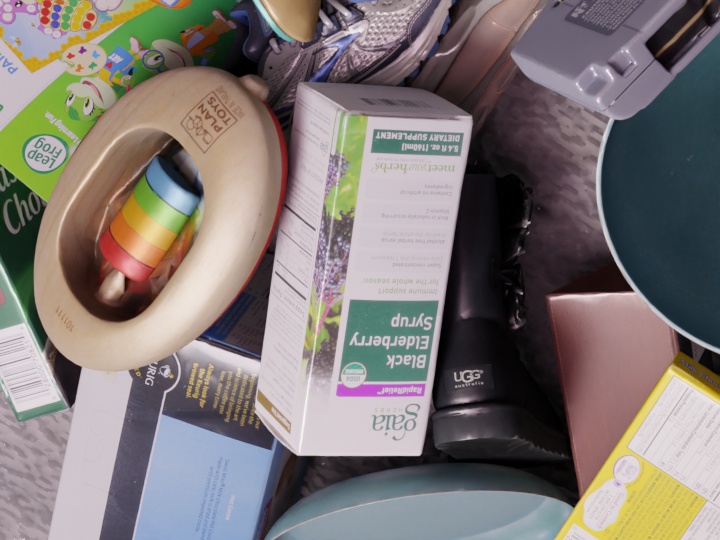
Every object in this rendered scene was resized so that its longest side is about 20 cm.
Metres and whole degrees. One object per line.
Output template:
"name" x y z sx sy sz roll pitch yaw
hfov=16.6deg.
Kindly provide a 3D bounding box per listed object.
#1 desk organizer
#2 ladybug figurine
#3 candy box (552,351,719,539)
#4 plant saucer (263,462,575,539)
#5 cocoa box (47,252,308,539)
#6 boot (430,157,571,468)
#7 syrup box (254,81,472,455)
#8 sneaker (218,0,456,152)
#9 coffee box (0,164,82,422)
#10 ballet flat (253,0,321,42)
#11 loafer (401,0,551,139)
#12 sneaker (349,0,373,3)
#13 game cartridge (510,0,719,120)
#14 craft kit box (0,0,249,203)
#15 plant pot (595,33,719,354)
"desk organizer" 0.171 0.088 1.487 0.077 0.072 0.201 -2 113 22
"ladybug figurine" -0.105 -0.029 1.396 0.200 0.072 0.136 -50 64 23
"candy box" 0.180 0.149 1.456 0.102 0.026 0.200 32 123 3
"plant saucer" 0.035 0.155 1.522 0.200 0.200 0.028 -17 66 24
"cocoa box" -0.100 0.095 1.542 0.131 0.133 0.200 19 118 9
"boot" 0.079 0.030 1.476 0.076 0.200 0.169 -5 78 12
"syrup box" 0.000 0.000 1.386 0.079 0.081 0.201 2 105 -23
"sneaker" -0.027 -0.132 1.416 0.200 0.077 0.085 -43 127 16
"coffee box" -0.213 -0.021 1.532 0.044 0.123 0.200 -15 107 25
"ballet flat" -0.055 -0.224 1.377 0.063 0.069 0.200 -31 72 22
"loafer" 0.087 -0.148 1.412 0.063 0.072 0.200 29 125 -21
"sneaker" 0.065 -0.219 1.352 0.088 0.075 0.200 24 114 -38
"game cartridge" 0.172 -0.166 1.302 0.200 0.133 0.040 -45 116 -2
"craft kit box" -0.174 -0.160 1.424 0.197 0.049 0.200 -37 126 16
"plant pot" 0.241 -0.066 1.354 0.199 0.135 0.201 7 117 15
